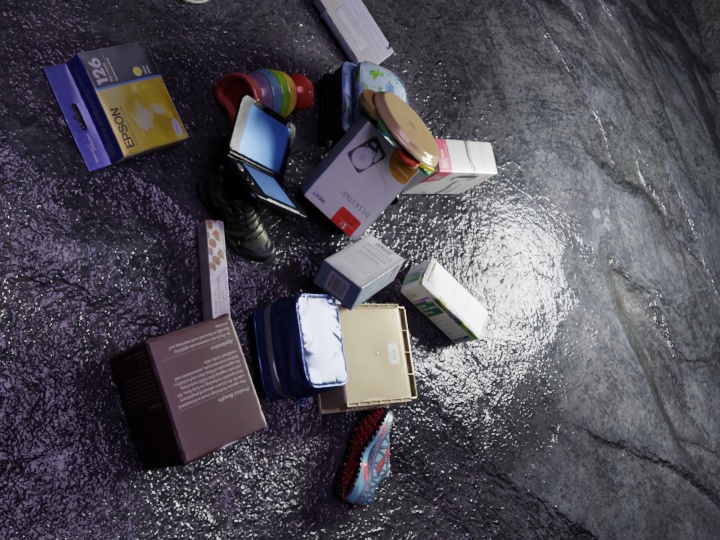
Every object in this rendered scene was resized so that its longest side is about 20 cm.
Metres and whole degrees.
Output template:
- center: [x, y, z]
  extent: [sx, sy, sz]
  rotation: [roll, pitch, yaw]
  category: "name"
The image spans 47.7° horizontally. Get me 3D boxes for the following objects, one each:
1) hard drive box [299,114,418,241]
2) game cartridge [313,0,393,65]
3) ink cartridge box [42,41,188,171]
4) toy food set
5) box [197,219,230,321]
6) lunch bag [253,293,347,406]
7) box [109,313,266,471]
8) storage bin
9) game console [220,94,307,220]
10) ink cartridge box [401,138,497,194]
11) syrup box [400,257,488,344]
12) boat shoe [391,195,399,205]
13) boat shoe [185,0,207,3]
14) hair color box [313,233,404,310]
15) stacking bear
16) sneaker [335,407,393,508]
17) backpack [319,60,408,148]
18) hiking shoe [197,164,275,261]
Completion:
- center: [-0.003, -0.190, 1.693]
  extent: [0.155, 0.077, 0.200]
  rotation: [39, 98, -22]
  category: "hard drive box"
- center: [-0.016, -0.565, 1.902]
  extent: [0.130, 0.038, 0.202]
  rotation: [-43, 104, -35]
  category: "game cartridge"
- center: [-0.436, -0.301, 1.469]
  extent: [0.199, 0.047, 0.201]
  rotation: [-28, 95, -43]
  category: "ink cartridge box"
- center: [0.088, -0.284, 1.667]
  extent: [0.199, 0.048, 0.200]
  rotation: [17, 41, -53]
  category: "toy food set"
- center: [-0.271, 0.009, 1.507]
  extent: [0.038, 0.041, 0.205]
  rotation: [3, 73, -38]
  category: "box"
- center: [-0.117, 0.152, 1.531]
  extent: [0.135, 0.131, 0.204]
  rotation: [9, 69, -53]
  category: "lunch bag"
- center: [-0.288, 0.202, 1.351]
  extent: [0.164, 0.163, 0.204]
  rotation: [-16, 87, -41]
  category: "box"
- center: [0.007, 0.175, 1.648]
  extent: [0.196, 0.093, 0.205]
  rotation: [2, 74, -39]
  category: "storage bin"
- center: [-0.164, -0.211, 1.561]
  extent: [0.177, 0.116, 0.199]
  rotation: [52, 15, 25]
  category: "game console"
- center: [0.199, -0.240, 1.899]
  extent: [0.197, 0.145, 0.087]
  rotation: [-6, 78, -39]
  category: "ink cartridge box"
- center: [0.190, 0.071, 1.838]
  extent: [0.200, 0.078, 0.082]
  rotation: [42, 54, -21]
  category: "syrup box"
- center: [0.015, -0.198, 1.785]
  extent: [0.198, 0.074, 0.067]
  rotation: [29, 47, -40]
  category: "boat shoe"
- center: [-0.293, -0.599, 1.667]
  extent: [0.198, 0.060, 0.075]
  rotation: [-25, 93, -41]
  category: "boat shoe"
- center: [0.000, 0.000, 1.658]
  extent: [0.098, 0.061, 0.199]
  rotation: [36, 31, 14]
  category: "hair color box"
- center: [-0.177, -0.355, 1.659]
  extent: [0.198, 0.113, 0.123]
  rotation: [-22, 83, -47]
  category: "stacking bear"
- center: [0.021, 0.372, 1.620]
  extent: [0.095, 0.078, 0.202]
  rotation: [43, 62, -32]
  category: "sneaker"
- center: [0.024, -0.351, 1.793]
  extent: [0.197, 0.146, 0.187]
  rotation: [11, 72, -39]
  category: "backpack"
- center: [-0.225, -0.102, 1.537]
  extent: [0.201, 0.100, 0.076]
  rotation: [51, 58, -13]
  category: "hiking shoe"
